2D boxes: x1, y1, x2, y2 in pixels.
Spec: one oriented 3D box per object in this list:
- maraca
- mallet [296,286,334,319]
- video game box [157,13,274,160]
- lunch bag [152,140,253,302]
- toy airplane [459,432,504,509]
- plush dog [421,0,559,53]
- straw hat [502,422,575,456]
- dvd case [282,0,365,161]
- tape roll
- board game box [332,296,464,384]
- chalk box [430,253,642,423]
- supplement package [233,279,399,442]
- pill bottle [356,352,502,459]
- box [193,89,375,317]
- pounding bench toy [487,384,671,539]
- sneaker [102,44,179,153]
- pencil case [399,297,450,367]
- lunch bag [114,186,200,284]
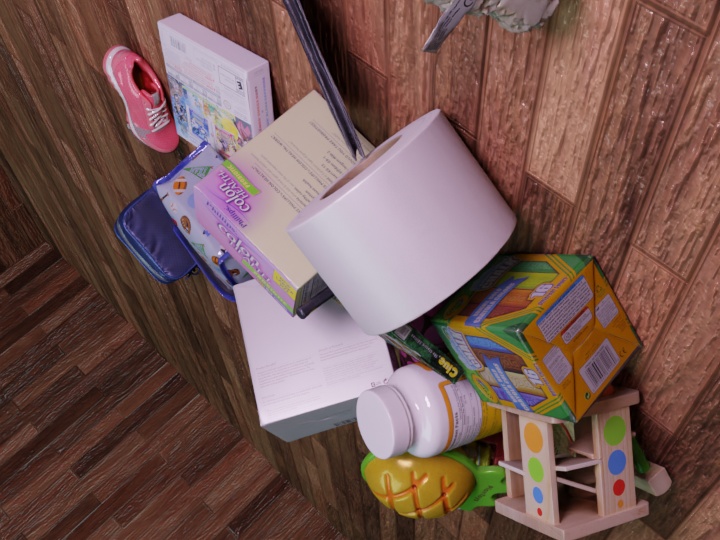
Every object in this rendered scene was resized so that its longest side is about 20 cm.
[{"bbox_3d":[0.098,0.269,1.146,0.198,0.108,0.138,17,140,-12],"label":"maraca"},{"bbox_3d":[0.000,0.000,1.073,0.041,0.199,0.066,52,162,4],"label":"mallet"},{"bbox_3d":[-0.195,-0.235,1.222,0.199,0.047,0.184,35,140,33],"label":"video game box"},{"bbox_3d":[-0.191,-0.054,1.266,0.170,0.124,0.200,49,171,20],"label":"lunch bag"},{"bbox_3d":[0.115,0.277,1.278,0.199,0.199,0.142,20,-134,-42],"label":"toy airplane"},{"bbox_3d":[0.050,-0.271,0.629,0.201,0.159,0.173,80,166,-54],"label":"plush dog"},{"bbox_3d":[0.231,0.218,1.147,0.201,0.085,0.202,40,156,21],"label":"straw hat"},{"bbox_3d":[-0.050,-0.231,0.942,0.149,0.016,0.201,-112,-2,-55],"label":"dvd case"},{"bbox_3d":[0.041,-0.050,0.907,0.140,0.202,0.202,52,158,-11],"label":"tape roll"},{"bbox_3d":[0.038,0.071,1.038,0.105,0.024,0.200,43,173,-21],"label":"board game box"},{"bbox_3d":[0.172,0.064,0.951,0.124,0.125,0.199,56,156,-19],"label":"chalk box"},{"bbox_3d":[-0.053,0.107,1.233,0.147,0.189,0.202,63,-169,-69],"label":"supplement package"},{"bbox_3d":[0.099,0.161,1.074,0.111,0.198,0.112,29,125,53],"label":"pill bottle"},{"bbox_3d":[-0.068,-0.081,1.067,0.176,0.200,0.097,43,158,11],"label":"box"},{"bbox_3d":[0.263,0.192,1.010,0.124,0.198,0.158,4,100,63],"label":"pounding bench toy"},{"bbox_3d":[-0.355,-0.275,1.467,0.086,0.074,0.201,21,145,47],"label":"sneaker"},{"bbox_3d":[0.102,0.110,1.210,0.091,0.094,0.201,41,159,21],"label":"pencil case"},{"bbox_3d":[-0.399,-0.067,1.815,0.201,0.136,0.132,52,159,-12],"label":"lunch bag"}]
